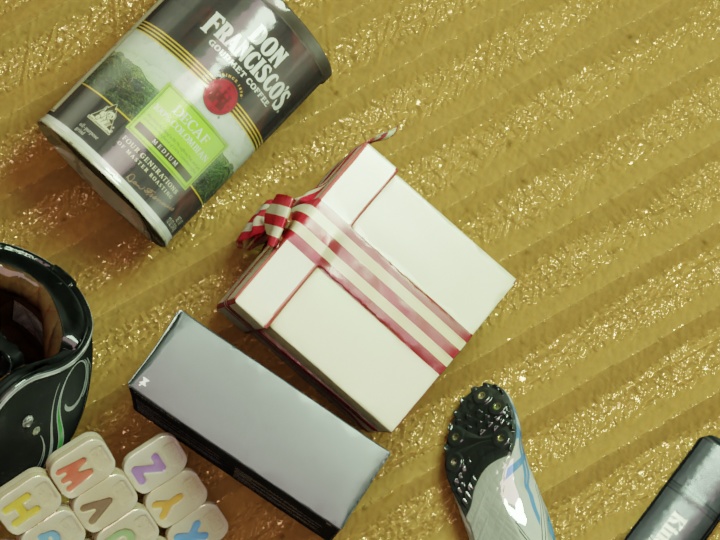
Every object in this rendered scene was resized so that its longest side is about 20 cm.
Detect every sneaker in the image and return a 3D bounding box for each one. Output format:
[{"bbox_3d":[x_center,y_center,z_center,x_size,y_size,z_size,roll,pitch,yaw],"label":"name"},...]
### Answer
[{"bbox_3d":[0.119,0.191,1.764,0.072,0.072,0.201,-19,68,22],"label":"sneaker"}]

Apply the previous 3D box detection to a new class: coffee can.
[{"bbox_3d":[-0.143,-0.140,1.755,0.146,0.146,0.200,43,82,4],"label":"coffee can"}]

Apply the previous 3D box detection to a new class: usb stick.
[{"bbox_3d":[0.248,0.225,1.774,0.055,0.033,0.200,38,81,3],"label":"usb stick"}]

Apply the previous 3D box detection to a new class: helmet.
[{"bbox_3d":[-0.310,0.093,1.685,0.199,0.200,0.191,33,124,2],"label":"helmet"}]

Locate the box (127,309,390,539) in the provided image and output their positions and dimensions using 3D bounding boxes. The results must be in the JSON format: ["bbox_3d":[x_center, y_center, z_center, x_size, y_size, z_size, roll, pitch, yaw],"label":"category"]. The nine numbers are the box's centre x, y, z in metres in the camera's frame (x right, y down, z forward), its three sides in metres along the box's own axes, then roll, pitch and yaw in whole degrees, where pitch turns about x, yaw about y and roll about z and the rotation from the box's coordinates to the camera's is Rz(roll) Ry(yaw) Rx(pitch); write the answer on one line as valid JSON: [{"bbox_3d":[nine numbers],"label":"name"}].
[{"bbox_3d":[-0.082,0.127,1.717,0.200,0.141,0.079,34,81,2],"label":"box"}]

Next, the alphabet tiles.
[{"bbox_3d":[-0.205,0.221,1.694,0.195,0.015,0.201,-33,126,-8],"label":"alphabet tiles"}]

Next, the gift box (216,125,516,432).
[{"bbox_3d":[0.000,0.000,1.729,0.187,0.185,0.200,40,77,-5],"label":"gift box"}]
